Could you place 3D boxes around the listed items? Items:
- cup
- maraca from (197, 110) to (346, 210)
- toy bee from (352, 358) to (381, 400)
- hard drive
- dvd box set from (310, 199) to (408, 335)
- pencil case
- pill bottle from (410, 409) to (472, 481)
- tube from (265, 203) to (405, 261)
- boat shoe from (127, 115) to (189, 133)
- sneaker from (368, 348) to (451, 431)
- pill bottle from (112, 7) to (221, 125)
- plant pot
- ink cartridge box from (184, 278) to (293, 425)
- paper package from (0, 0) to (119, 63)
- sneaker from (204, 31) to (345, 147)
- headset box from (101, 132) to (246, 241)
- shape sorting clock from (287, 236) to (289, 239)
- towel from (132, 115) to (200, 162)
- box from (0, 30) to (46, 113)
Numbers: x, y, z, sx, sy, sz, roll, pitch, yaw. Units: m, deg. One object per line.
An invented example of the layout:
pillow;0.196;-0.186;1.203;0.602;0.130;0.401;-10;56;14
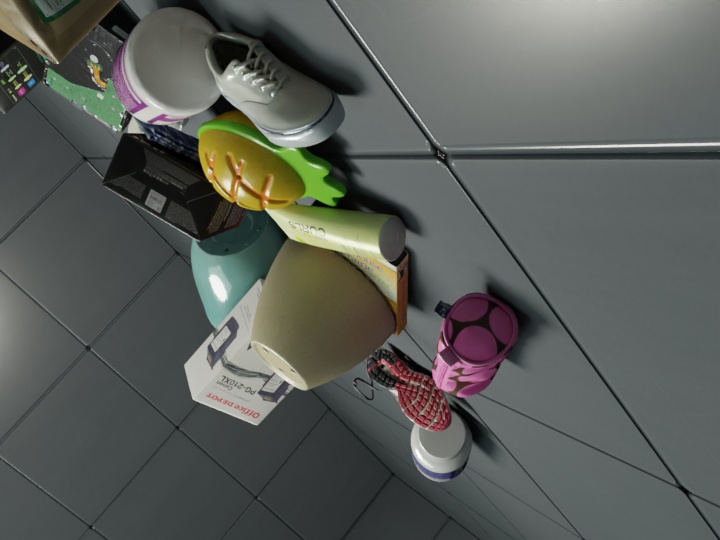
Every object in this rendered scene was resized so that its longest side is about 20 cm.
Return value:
cup;-0.070;0.076;1.064;0.198;0.144;0.201;33;158;16
maraca;-0.105;-0.123;0.887;0.197;0.109;0.137;16;163;31
toy bee;0.011;0.093;1.264;0.201;0.109;0.130;52;-159;18
hard drive;-0.376;-0.294;1.100;0.138;0.038;0.200;34;145;-10
dvd box set;0.000;0.000;1.038;0.145;0.030;0.201;33;157;18
pencil case;0.124;0.094;0.899;0.090;0.094;0.201;38;166;17
pill bottle;0.155;0.331;1.476;0.119;0.120;0.201;38;166;18
tube;-0.036;-0.048;0.918;0.197;0.051;0.059;12;112;40
boat shoe;-0.289;-0.231;1.152;0.073;0.068;0.200;61;143;10
sneaker;0.098;0.215;1.402;0.200;0.081;0.074;42;-176;38
pill bottle;-0.228;-0.229;0.894;0.113;0.113;0.199;47;166;-22
plant pot;-0.190;-0.018;1.273;0.199;0.200;0.163;33;155;34
ink cartridge box;-0.162;0.134;1.223;0.144;0.200;0.085;31;-161;-39
paper package;-0.210;-0.272;0.525;0.189;0.201;0.104;32;164;33
sneaker;-0.094;-0.178;0.743;0.199;0.073;0.071;31;166;42
headset box;-0.232;-0.118;1.039;0.147;0.076;0.200;30;-169;2
shape sorting clock;-0.042;-0.010;1.180;0.199;0.039;0.200;41;167;12
towel;-0.204;-0.162;1.036;0.197;0.024;0.145;23;-170;-32
box;-0.516;-0.365;1.121;0.148;0.201;0.124;41;167;4
